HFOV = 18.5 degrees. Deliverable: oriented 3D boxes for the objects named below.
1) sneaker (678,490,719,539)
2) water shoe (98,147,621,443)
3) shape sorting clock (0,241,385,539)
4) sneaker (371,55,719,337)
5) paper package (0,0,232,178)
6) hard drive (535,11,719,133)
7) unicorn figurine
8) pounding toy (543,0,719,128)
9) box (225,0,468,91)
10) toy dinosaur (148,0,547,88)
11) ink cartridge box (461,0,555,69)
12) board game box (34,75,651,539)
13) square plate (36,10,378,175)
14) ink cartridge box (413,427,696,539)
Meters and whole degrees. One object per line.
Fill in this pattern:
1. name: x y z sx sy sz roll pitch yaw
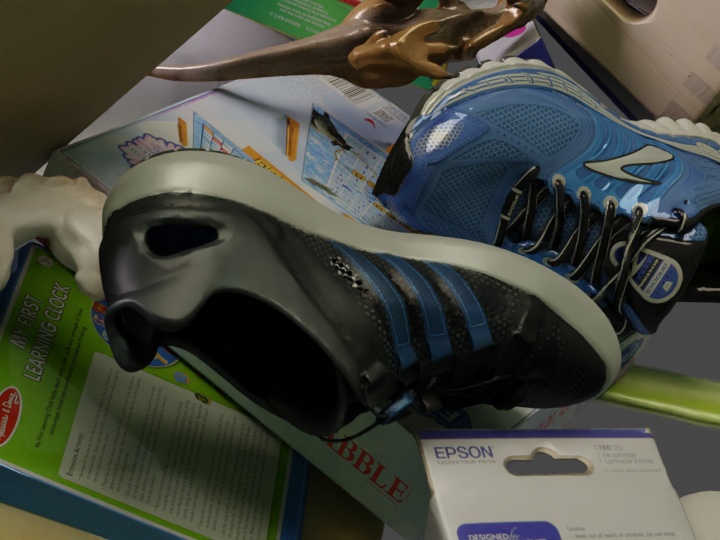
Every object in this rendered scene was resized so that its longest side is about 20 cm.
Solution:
1. sneaker: 0.184 0.129 0.787 0.072 0.085 0.200 -11 41 -33
2. water shoe: 0.000 0.028 0.755 0.199 0.072 0.079 19 52 -22
3. shape sorting clock: -0.085 0.061 0.807 0.199 0.039 0.200 22 30 -13
4. sneaker: 0.095 -0.026 0.892 0.199 0.079 0.089 7 34 -34
5. paper package: -0.171 -0.079 0.772 0.104 0.200 0.190 55 21 10
6. hard drive: 0.185 -0.088 1.094 0.131 0.025 0.200 -4 37 -27
7. unicorn figurine: -0.151 0.013 0.726 0.199 0.074 0.138 -9 21 4
8. pounding toy: 0.137 -0.166 1.053 0.200 0.142 0.184 45 34 15
9. box: -0.018 -0.137 1.062 0.117 0.049 0.200 21 8 -9
10. toy dinosaur: 0.003 -0.092 0.915 0.199 0.106 0.061 -11 83 -19
11. ink cartridge box: 0.075 -0.088 1.038 0.037 0.095 0.200 -20 31 8
12. board game box: 0.000 0.000 0.892 0.200 0.041 0.199 38 31 15
13. square plate: -0.123 -0.089 1.022 0.197 0.029 0.200 30 35 21
14. ink cartridge box: 0.081 0.141 0.735 0.099 0.039 0.201 2 48 -21
